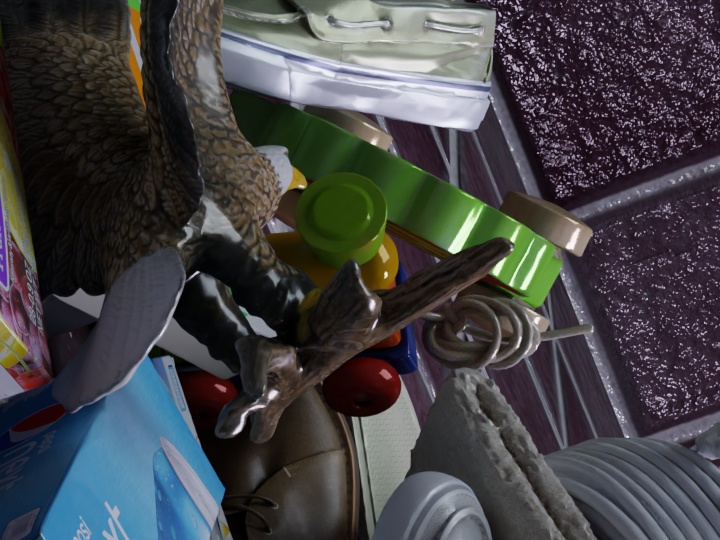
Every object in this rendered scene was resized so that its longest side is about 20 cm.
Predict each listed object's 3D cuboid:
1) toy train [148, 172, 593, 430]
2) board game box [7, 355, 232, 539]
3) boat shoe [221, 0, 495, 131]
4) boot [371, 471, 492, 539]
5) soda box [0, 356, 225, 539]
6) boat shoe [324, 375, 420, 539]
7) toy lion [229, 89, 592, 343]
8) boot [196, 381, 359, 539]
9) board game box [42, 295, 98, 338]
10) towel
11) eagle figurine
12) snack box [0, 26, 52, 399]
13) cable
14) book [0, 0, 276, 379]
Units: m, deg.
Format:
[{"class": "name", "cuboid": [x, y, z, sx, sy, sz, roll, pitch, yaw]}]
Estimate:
[{"class": "toy train", "cuboid": [0.000, 0.000, 1.209, 0.116, 0.200, 0.085, 87, -2, -59]}, {"class": "board game box", "cuboid": [-0.070, 0.134, 1.098, 0.135, 0.034, 0.200, -10, 81, -81]}, {"class": "boat shoe", "cuboid": [-0.022, -0.107, 1.312, 0.200, 0.072, 0.062, 7, 97, -40]}, {"class": "boot", "cuboid": [0.054, 0.182, 1.128, 0.074, 0.096, 0.200, -12, 106, -48]}, {"class": "soda box", "cuboid": [-0.096, 0.090, 0.926, 0.068, 0.064, 0.200, 60, 11, -12]}, {"class": "boat shoe", "cuboid": [-0.002, 0.130, 1.320, 0.072, 0.068, 0.200, -32, 116, -60]}, {"class": "toy lion", "cuboid": [0.009, -0.037, 1.345, 0.200, 0.069, 0.192, 27, 0, 30]}, {"class": "boot", "cuboid": [-0.043, 0.105, 1.245, 0.075, 0.074, 0.200, 19, 53, -66]}, {"class": "board game box", "cuboid": [-0.134, -0.075, 1.169, 0.200, 0.035, 0.126, -93, 160, -62]}, {"class": "towel", "cuboid": [0.070, 0.150, 1.178, 0.200, 0.034, 0.133, 59, -35, 33]}, {"class": "eagle figurine", "cuboid": [-0.064, -0.044, 0.959, 0.200, 0.152, 0.151, 59, -7, 9]}, {"class": "snack box", "cuboid": [-0.167, -0.071, 0.858, 0.200, 0.068, 0.169, 57, 16, -53]}, {"class": "cable", "cuboid": [0.115, 0.170, 1.208, 0.200, 0.069, 0.200, -19, -96, 59]}, {"class": "book", "cuboid": [-0.099, -0.066, 1.102, 0.134, 0.048, 0.200, 30, 38, -59]}]
